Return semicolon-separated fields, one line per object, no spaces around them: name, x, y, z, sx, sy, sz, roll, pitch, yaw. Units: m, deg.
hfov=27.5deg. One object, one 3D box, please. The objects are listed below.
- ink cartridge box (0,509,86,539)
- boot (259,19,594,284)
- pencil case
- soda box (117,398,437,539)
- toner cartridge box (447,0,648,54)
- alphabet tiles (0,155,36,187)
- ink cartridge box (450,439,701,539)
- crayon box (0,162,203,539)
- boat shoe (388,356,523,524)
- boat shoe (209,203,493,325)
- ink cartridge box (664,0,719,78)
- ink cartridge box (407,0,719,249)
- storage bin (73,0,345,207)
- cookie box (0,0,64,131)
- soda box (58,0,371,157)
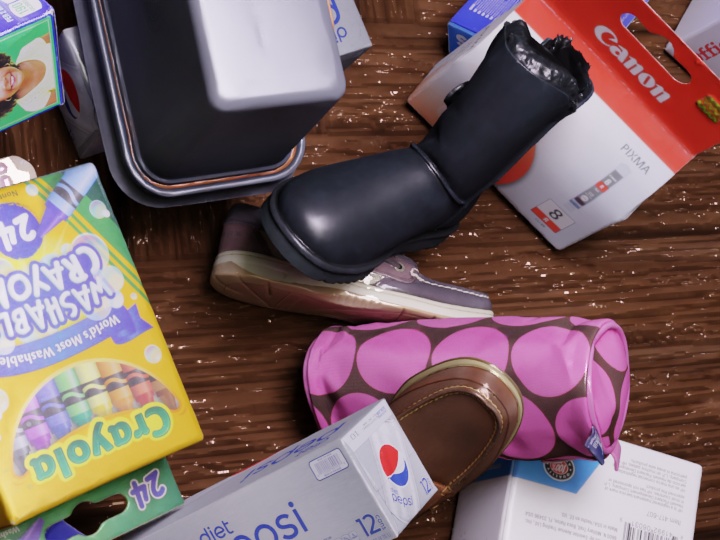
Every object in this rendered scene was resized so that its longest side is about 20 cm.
ink cartridge box;-0.239;0.137;0.788;0.200;0.037;0.095;40;74;-23
boot;0.046;-0.079;0.898;0.076;0.168;0.200;52;31;16
pencil case;0.067;0.079;0.927;0.091;0.200;0.094;-55;138;-48
soda box;-0.059;0.148;0.844;0.064;0.200;0.068;59;27;-2
toner cartridge box;0.158;-0.212;1.084;0.095;0.043;0.200;29;63;24
alphabet tiles;-0.278;0.003;0.874;0.200;0.015;0.196;-19;93;-26
ink cartridge box;0.134;0.211;0.978;0.146;0.084;0.201;19;71;-19
crayon box;-0.169;0.054;0.796;0.126;0.052;0.200;-22;89;-40
boat shoe;0.021;0.122;0.879;0.072;0.200;0.068;45;41;-5
boat shoe;0.000;0.000;0.974;0.199;0.072;0.065;11;75;-19
ink cartridge box;0.358;-0.158;1.129;0.200;0.145;0.084;38;67;-12
ink cartridge box;0.143;-0.106;0.989;0.162;0.200;0.050;44;63;-10
storage bin;-0.074;-0.152;0.851;0.145;0.134;0.201;-9;84;-26
cookie box;-0.296;-0.123;0.820;0.200;0.075;0.171;-31;56;-27
soda box;-0.098;-0.140;0.956;0.200;0.063;0.068;-21;87;-27
